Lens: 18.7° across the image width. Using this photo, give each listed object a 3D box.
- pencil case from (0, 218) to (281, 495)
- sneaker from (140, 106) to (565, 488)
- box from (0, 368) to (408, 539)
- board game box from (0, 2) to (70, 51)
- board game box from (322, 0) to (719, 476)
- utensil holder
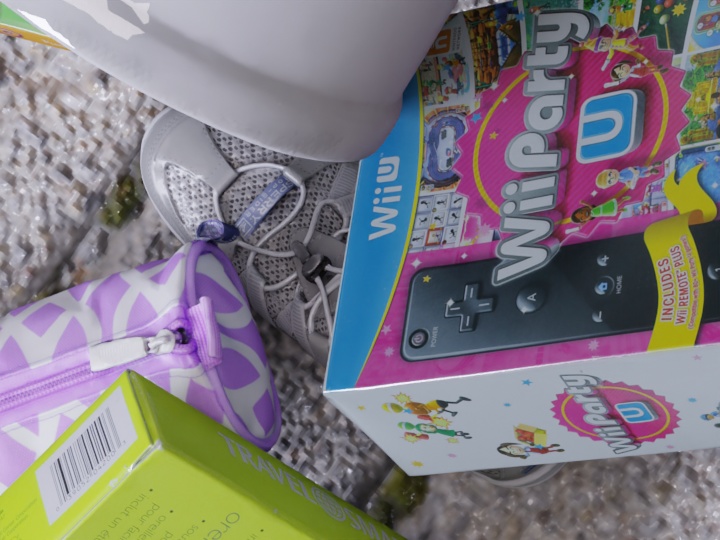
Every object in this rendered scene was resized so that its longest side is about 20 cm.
[{"bbox_3d":[-0.125,0.055,0.771,0.200,0.085,0.084,-21,85,11],"label":"pencil case"},{"bbox_3d":[0.000,0.000,0.797,0.200,0.082,0.075,37,92,11],"label":"sneaker"},{"bbox_3d":[-0.043,0.128,0.756,0.122,0.200,0.048,-44,37,13],"label":"box"},{"bbox_3d":[-0.098,-0.132,0.855,0.200,0.030,0.096,15,88,8],"label":"board game box"},{"bbox_3d":[0.097,-0.021,0.694,0.200,0.064,0.148,-10,56,29],"label":"board game box"},{"bbox_3d":[-0.016,-0.161,0.666,0.170,0.170,0.200,36,107,11],"label":"utensil holder"}]
